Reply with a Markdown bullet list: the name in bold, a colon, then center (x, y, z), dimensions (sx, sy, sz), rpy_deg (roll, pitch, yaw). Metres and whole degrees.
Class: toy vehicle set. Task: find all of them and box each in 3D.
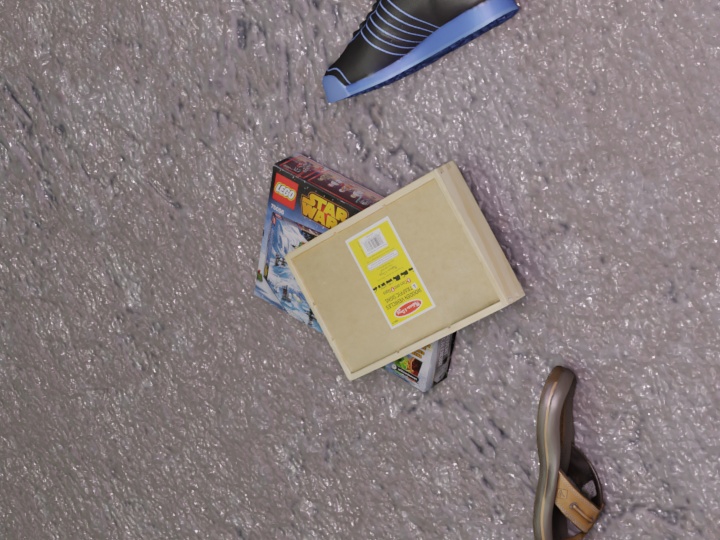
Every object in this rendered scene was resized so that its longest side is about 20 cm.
- **toy vehicle set**: center (0.033, 0.004, 1.614), dimensions (0.199, 0.026, 0.125), rpy_deg (-27, 91, 42)

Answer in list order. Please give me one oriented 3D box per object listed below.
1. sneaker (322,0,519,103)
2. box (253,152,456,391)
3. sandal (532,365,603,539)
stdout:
- **sneaker**: center (0.038, -0.203, 1.550), dimensions (0.199, 0.070, 0.079), rpy_deg (-25, 89, 36)
- **box**: center (0.000, 0.000, 1.685), dimensions (0.199, 0.040, 0.138), rpy_deg (29, 126, 27)
- **sandal**: center (0.177, 0.177, 1.606), dimensions (0.054, 0.082, 0.202), rpy_deg (5, 107, 14)
